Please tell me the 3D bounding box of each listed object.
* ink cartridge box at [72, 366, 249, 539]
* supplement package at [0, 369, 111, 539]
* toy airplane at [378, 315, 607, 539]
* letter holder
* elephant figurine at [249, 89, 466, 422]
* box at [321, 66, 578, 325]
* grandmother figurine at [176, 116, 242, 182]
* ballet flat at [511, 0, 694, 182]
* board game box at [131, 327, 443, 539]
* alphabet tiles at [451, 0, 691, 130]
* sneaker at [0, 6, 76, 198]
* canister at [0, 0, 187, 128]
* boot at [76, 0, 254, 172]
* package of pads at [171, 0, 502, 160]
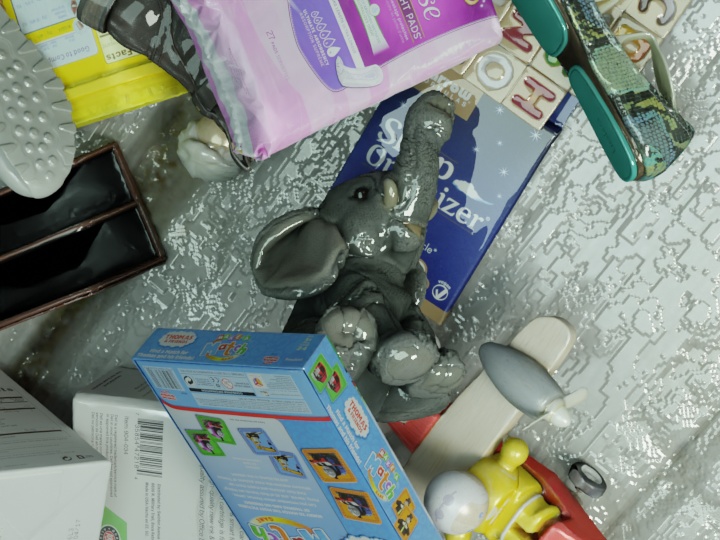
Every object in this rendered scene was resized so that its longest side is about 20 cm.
[{"bbox_3d":[-0.109,0.161,1.402,0.200,0.084,0.146,6,104,15],"label":"ink cartridge box"},{"bbox_3d":[-0.293,0.159,1.388,0.200,0.120,0.121,29,114,47],"label":"supplement package"},{"bbox_3d":[0.070,0.138,1.315,0.199,0.141,0.200,-6,100,18],"label":"toy airplane"},{"bbox_3d":[-0.271,-0.006,1.382,0.200,0.142,0.101,-21,96,19],"label":"letter holder"},{"bbox_3d":[0.000,0.000,1.277,0.155,0.142,0.200,-7,63,-3],"label":"elephant figurine"},{"bbox_3d":[0.058,-0.076,1.331,0.121,0.032,0.200,33,108,7],"label":"box"},{"bbox_3d":[-0.066,-0.143,1.342,0.200,0.061,0.121,-53,57,22],"label":"grandmother figurine"},{"bbox_3d":[0.158,-0.155,1.248,0.074,0.074,0.200,-29,91,20],"label":"ballet flat"},{"bbox_3d":[-0.045,0.124,1.241,0.151,0.037,0.200,1,131,39],"label":"board game box"},{"bbox_3d":[0.140,-0.206,1.276,0.167,0.008,0.200,36,100,6],"label":"alphabet tiles"},{"bbox_3d":[-0.272,-0.132,1.313,0.080,0.076,0.200,-37,79,39],"label":"sneaker"},{"bbox_3d":[-0.221,-0.204,1.353,0.148,0.087,0.200,-14,96,25],"label":"canister"},{"bbox_3d":[-0.077,-0.188,1.277,0.174,0.069,0.200,36,86,2],"label":"boot"},{"bbox_3d":[-0.014,-0.164,1.213,0.200,0.076,0.121,-27,106,-21],"label":"package of pads"}]
